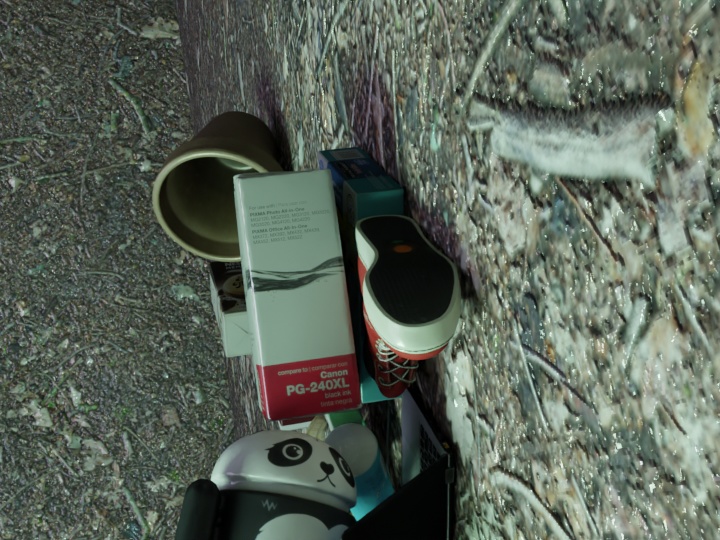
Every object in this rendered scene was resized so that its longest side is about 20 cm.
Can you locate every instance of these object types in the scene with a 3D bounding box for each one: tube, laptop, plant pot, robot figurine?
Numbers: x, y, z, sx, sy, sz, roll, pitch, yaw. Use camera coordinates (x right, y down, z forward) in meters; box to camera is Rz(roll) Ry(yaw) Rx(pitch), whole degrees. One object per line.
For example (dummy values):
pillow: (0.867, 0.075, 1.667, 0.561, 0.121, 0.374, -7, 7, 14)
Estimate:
tube: (0.011, 0.209, 0.896, 0.201, 0.050, 0.078, 70, -154, -52)
laptop: (0.017, 0.228, 0.819, 0.200, 0.114, 0.190, -124, 31, -63)
plant pot: (-0.194, -0.142, 1.437, 0.176, 0.197, 0.202, -86, 1, -50)
robot figurine: (-0.066, 0.224, 0.740, 0.151, 0.123, 0.203, 72, -155, -65)

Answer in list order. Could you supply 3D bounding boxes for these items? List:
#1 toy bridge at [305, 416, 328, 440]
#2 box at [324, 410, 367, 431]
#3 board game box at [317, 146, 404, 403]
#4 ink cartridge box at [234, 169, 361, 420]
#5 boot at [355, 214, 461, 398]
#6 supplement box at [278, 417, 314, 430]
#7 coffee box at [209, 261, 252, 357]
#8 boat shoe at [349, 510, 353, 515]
toy bridge: (-0.046, 0.208, 1.069, 0.068, 0.027, 0.201, 72, -157, -43)
box: (-0.034, 0.115, 1.009, 0.145, 0.036, 0.202, 91, 155, -74)
board game box: (0.000, 0.000, 0.925, 0.151, 0.046, 0.203, -126, 32, -65)
ink cartridge box: (-0.059, 0.021, 0.851, 0.145, 0.082, 0.203, 156, 107, -82)
boot: (0.035, 0.056, 0.761, 0.200, 0.071, 0.146, -108, 14, -67)
supplement box: (-0.100, 0.114, 1.386, 0.109, 0.060, 0.202, -121, 26, -58)
coffee box: (-0.183, 0.055, 1.600, 0.200, 0.111, 0.081, -123, 29, -61)
boat shoe: (-0.016, 0.241, 0.969, 0.076, 0.073, 0.200, -62, -31, -16)
